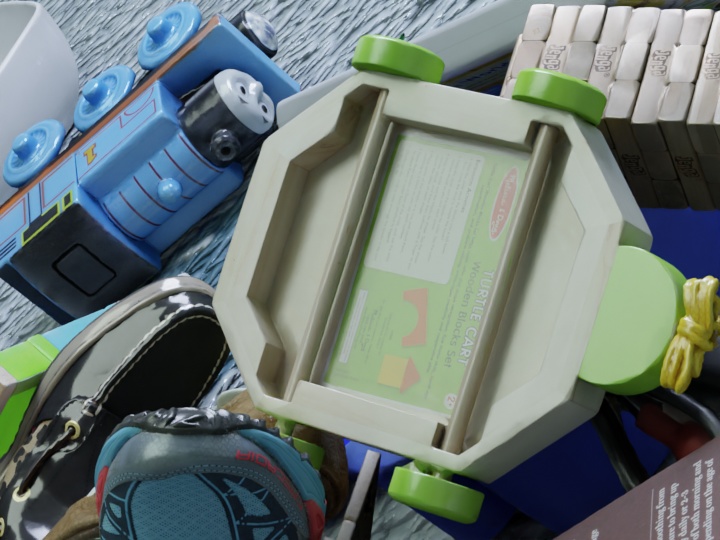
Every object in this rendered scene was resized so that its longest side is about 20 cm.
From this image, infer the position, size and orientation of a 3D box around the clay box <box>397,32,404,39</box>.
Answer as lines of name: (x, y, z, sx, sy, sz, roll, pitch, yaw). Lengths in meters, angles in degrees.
clay box: (0.000, 0.000, 1.271, 0.115, 0.047, 0.200, 110, 180, -48)

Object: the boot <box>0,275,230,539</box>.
boot: (-0.101, 0.114, 1.245, 0.200, 0.073, 0.151, -47, 43, 4)

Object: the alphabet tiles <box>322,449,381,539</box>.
alphabet tiles: (-0.026, 0.168, 1.025, 0.168, 0.008, 0.200, 96, -169, -49)

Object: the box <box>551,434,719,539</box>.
box: (0.069, 0.146, 0.939, 0.200, 0.075, 0.100, -34, 27, 28)

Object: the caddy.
caddy: (0.063, 0.010, 1.119, 0.141, 0.105, 0.200, -14, 41, 56)

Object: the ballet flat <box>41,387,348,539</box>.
ballet flat: (-0.069, 0.090, 1.128, 0.200, 0.068, 0.073, -38, 27, 44)

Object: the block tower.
block tower: (0.144, -0.055, 1.028, 0.199, 0.054, 0.058, 2, 56, 23)

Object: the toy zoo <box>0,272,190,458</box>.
toy zoo: (-0.140, 0.071, 1.368, 0.200, 0.020, 0.131, -24, -31, -58)

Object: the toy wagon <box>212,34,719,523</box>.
toy wagon: (0.040, 0.007, 0.998, 0.199, 0.040, 0.156, 14, 84, 34)

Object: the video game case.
video game case: (0.094, -0.091, 1.180, 0.200, 0.182, 0.023, -20, 80, 49)

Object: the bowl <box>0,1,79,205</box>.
bowl: (-0.268, -0.077, 1.912, 0.200, 0.075, 0.200, -54, 23, -15)

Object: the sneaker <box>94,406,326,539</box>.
sneaker: (-0.052, 0.134, 0.992, 0.079, 0.201, 0.096, 1, 43, 1)

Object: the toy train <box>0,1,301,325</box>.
toy train: (-0.120, -0.060, 1.609, 0.200, 0.087, 0.114, -39, 33, 17)

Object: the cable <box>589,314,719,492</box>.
cable: (0.088, 0.035, 1.013, 0.199, 0.050, 0.097, 19, 80, 35)
